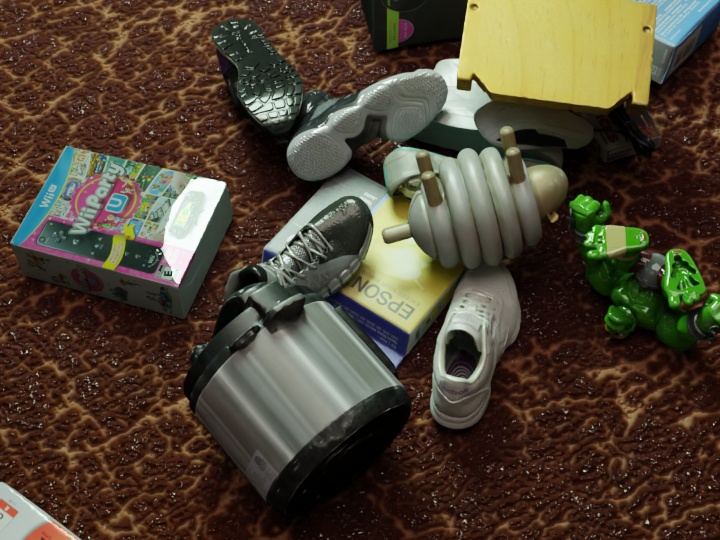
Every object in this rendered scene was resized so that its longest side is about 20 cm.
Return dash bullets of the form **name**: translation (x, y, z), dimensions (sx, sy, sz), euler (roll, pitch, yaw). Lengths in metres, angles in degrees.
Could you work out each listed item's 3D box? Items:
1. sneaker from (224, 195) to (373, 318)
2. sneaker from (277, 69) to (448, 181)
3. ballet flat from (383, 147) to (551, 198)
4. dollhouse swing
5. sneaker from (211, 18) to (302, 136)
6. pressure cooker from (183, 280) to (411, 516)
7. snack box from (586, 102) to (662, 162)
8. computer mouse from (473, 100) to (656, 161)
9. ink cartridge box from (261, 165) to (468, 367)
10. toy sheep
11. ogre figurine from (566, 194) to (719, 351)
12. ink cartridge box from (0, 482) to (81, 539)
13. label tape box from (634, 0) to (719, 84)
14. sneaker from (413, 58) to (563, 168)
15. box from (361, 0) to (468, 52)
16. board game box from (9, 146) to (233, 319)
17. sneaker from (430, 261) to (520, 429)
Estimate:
- **sneaker**: translation (-0.069, -0.002, 1.422), dimensions (0.075, 0.115, 0.200), euler (40, 92, 21)
- **sneaker**: translation (-0.004, -0.182, 1.576), dimensions (0.200, 0.076, 0.114), euler (-29, 31, -4)
- **ballet flat**: translation (0.122, -0.091, 1.529), dimensions (0.200, 0.067, 0.064), euler (6, 59, -9)
- **dollhouse swing**: translation (0.209, -0.217, 1.533), dimensions (0.200, 0.176, 0.182), euler (8, 65, 4)
- **sneaker**: translation (-0.114, -0.206, 1.617), dimensions (0.076, 0.088, 0.200), euler (-15, 46, -12)
- **pressure cooker**: translation (-0.071, 0.111, 1.333), dimensions (0.176, 0.179, 0.200), euler (-47, 71, 10)
- **snack box**: translation (0.280, -0.215, 1.638), dimensions (0.072, 0.024, 0.200), euler (-17, 56, -9)
- **computer mouse**: translation (0.223, -0.168, 1.532), dimensions (0.200, 0.044, 0.110), euler (-1, 48, -20)
- **ink cartridge box**: translation (0.000, 0.000, 1.499), dimensions (0.197, 0.047, 0.200), euler (30, 60, 21)
- **toy sheep**: translation (0.118, -0.066, 1.436), dimensions (0.200, 0.138, 0.138), euler (-13, 55, 7)
- **ogre figurine**: translation (0.294, 0.015, 1.424), dimensions (0.200, 0.120, 0.098), euler (21, 64, 19)
- **ink cartridge box**: translation (-0.347, 0.318, 1.301), dimensions (0.162, 0.050, 0.200), euler (30, 59, 22)
- **label tape box**: translation (0.319, -0.324, 1.670), dimensions (0.200, 0.066, 0.143), euler (32, 53, 21)
- **sneaker**: translation (0.157, -0.185, 1.598), dimensions (0.200, 0.074, 0.116), euler (22, 63, 19)
- **box**: translation (0.054, -0.396, 1.702), dimensions (0.124, 0.149, 0.200), euler (-11, 56, -5)
- **board game box**: translation (-0.261, -0.045, 1.535), dimensions (0.200, 0.064, 0.148), euler (13, 57, 13)
- **sneaker**: translation (0.121, 0.060, 1.417), dimensions (0.075, 0.100, 0.200), euler (9, 55, 11)
